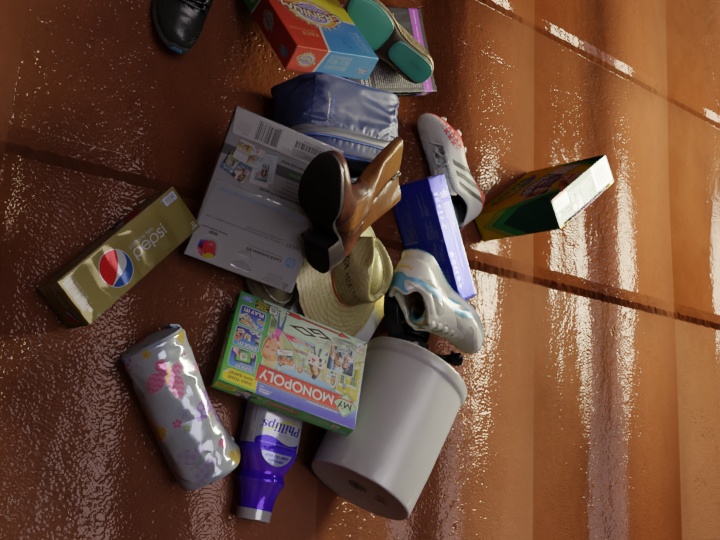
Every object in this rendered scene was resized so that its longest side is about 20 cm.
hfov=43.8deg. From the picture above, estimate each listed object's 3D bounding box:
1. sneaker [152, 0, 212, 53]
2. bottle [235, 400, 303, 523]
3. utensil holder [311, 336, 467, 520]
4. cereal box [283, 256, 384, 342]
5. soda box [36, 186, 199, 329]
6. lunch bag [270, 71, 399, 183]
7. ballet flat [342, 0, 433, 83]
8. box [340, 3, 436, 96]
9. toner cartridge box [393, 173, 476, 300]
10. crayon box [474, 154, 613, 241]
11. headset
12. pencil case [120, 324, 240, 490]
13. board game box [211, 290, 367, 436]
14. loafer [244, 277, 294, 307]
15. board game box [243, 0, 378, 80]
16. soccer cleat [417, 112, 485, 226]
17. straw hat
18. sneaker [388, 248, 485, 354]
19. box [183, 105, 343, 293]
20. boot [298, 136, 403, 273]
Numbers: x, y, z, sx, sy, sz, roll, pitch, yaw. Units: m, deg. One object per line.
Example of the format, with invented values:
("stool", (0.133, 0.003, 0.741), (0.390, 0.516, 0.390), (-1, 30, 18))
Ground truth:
("sneaker", (-0.225, -0.393, 1.211), (0.072, 0.081, 0.204), (21, 71, -38))
("bottle", (-0.124, 0.232, 1.206), (0.082, 0.065, 0.204), (21, 69, -29))
("utensil holder", (0.039, 0.227, 1.287), (0.170, 0.168, 0.202), (45, 60, -26))
("cereal box", (-0.048, 0.075, 1.315), (0.144, 0.039, 0.202), (50, 54, -26))
("soda box", (-0.293, -0.017, 1.098), (0.200, 0.067, 0.065), (-47, 113, -36))
("lunch bag", (-0.033, -0.193, 1.308), (0.197, 0.135, 0.135), (8, 81, -37))
("ballet flat", (0.037, -0.369, 1.409), (0.199, 0.070, 0.066), (39, 18, -36))
("box", (0.035, -0.357, 1.464), (0.198, 0.036, 0.146), (-11, 90, -43))
("toner cartridge box", (0.115, -0.046, 1.443), (0.043, 0.094, 0.204), (-19, 96, -40))
("crayon box", (0.324, -0.128, 1.586), (0.199, 0.171, 0.059), (-36, 109, -39))
("headset", (0.096, 0.083, 1.397), (0.202, 0.092, 0.125), (65, 36, -41))
("pencil case", (-0.222, 0.171, 1.119), (0.090, 0.083, 0.203), (-28, 101, -25))
("board game box", (-0.090, 0.125, 1.198), (0.197, 0.029, 0.137), (23, 52, -19))
("loafer", (-0.117, -0.046, 1.253), (0.075, 0.068, 0.205), (6, 79, -45))
("board game box", (-0.081, -0.362, 1.291), (0.151, 0.041, 0.202), (-3, 51, -41))
("soccer cleat", (0.146, -0.168, 1.510), (0.085, 0.068, 0.202), (-48, 118, -40))
("straw hat", (0.000, 0.000, 1.272), (0.199, 0.084, 0.206), (3, 86, -48))
("sneaker", (0.110, 0.063, 1.331), (0.200, 0.076, 0.081), (48, 54, -25))
("box", (-0.128, -0.092, 1.185), (0.153, 0.041, 0.204), (20, 95, -13))
("boot", (0.006, -0.117, 1.181), (0.200, 0.068, 0.191), (-44, 145, -36))
